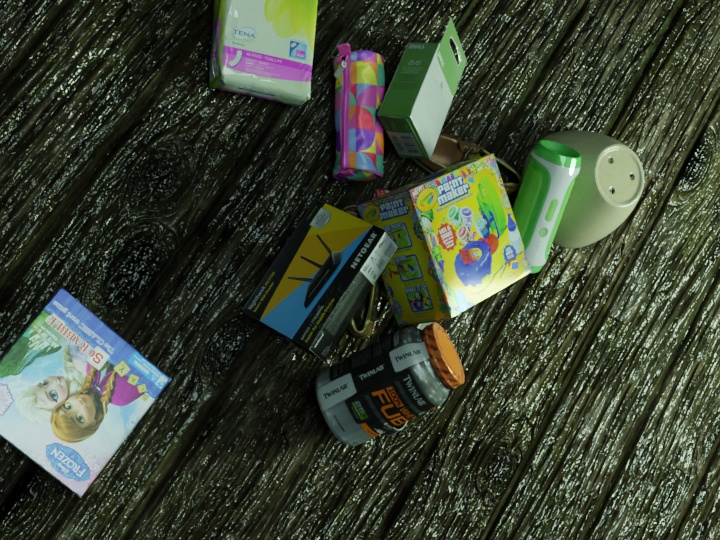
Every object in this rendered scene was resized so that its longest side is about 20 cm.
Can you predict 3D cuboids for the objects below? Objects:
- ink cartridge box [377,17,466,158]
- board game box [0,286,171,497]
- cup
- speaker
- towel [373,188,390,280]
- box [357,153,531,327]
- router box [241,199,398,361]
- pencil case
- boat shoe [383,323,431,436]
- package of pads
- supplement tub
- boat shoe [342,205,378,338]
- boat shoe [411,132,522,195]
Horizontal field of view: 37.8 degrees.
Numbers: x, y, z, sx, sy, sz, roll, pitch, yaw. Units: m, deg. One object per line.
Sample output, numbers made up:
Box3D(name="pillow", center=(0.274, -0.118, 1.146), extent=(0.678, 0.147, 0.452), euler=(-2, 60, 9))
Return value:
Box3D(name="ink cartridge box", center=(0.100, -0.286, 1.644), extent=(0.104, 0.059, 0.202), euler=(56, 49, -51))
Box3D(name="board game box", center=(-0.393, 0.164, 1.419), extent=(0.200, 0.041, 0.201), euler=(41, 70, -15))
Box3D(name="cup", center=(0.388, -0.145, 1.750), extent=(0.197, 0.143, 0.204), euler=(2, 85, -24))
Box3D(name="speaker", center=(0.286, -0.101, 1.685), extent=(0.087, 0.089, 0.203), euler=(6, 115, -23))
Box3D(name="towel", center=(0.107, -0.045, 1.679), extent=(0.197, 0.022, 0.147), euler=(9, 81, -23))
Box3D(name="box", center=(0.128, -0.046, 1.578), extent=(0.199, 0.121, 0.195), euler=(-26, 99, -40))
Box3D(name="router box", center=(-0.059, 0.012, 1.516), extent=(0.201, 0.148, 0.051), euler=(-57, 142, -11))
Box3D(name="pencil case", center=(-0.005, -0.238, 1.613), extent=(0.087, 0.088, 0.204), euler=(0, 84, -24))
Box3D(name="boat shoe", center=(0.080, 0.162, 1.626), extent=(0.066, 0.057, 0.202), euler=(29, 74, -19))
Box3D(name="package of pads", center=(-0.146, -0.360, 1.568), extent=(0.152, 0.068, 0.204), euler=(8, 81, -25))
Box3D(name="supplement tub", center=(0.044, 0.162, 1.526), extent=(0.198, 0.123, 0.124), euler=(-28, 98, 16))
Box3D(name="boat shoe", center=(0.000, 0.000, 1.583), extent=(0.071, 0.068, 0.204), euler=(-6, 86, -1))
Box3D(name="boat shoe", center=(0.172, -0.179, 1.695), extent=(0.197, 0.068, 0.073), euler=(18, 78, -22))
